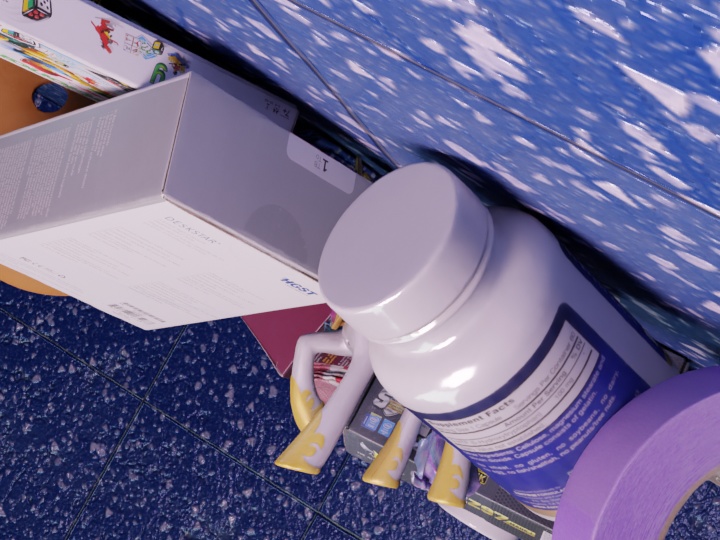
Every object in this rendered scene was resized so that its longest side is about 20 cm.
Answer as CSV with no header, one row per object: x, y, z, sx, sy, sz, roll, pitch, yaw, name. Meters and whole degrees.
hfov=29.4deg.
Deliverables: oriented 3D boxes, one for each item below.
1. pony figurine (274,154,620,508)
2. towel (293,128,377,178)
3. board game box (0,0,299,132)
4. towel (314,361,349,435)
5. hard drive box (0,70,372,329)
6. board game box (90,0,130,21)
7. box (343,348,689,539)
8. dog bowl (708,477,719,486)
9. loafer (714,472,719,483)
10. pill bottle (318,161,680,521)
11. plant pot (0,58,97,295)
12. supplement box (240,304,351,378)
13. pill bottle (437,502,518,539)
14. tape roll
0.047,0.042,0.877,0.191,0.202,0.166,14,174,-10,pony figurine
-0.033,-0.044,0.987,0.144,0.024,0.200,-3,157,35,towel
-0.149,-0.123,0.816,0.199,0.035,0.126,24,174,-32,board game box
0.054,0.130,1.101,0.199,0.023,0.144,6,148,38,towel
-0.117,-0.032,0.831,0.199,0.078,0.155,-8,153,42,hard drive box
-0.239,-0.202,0.840,0.199,0.024,0.105,29,180,7,board game box
0.109,0.095,0.963,0.199,0.158,0.051,25,155,12,box
0.342,0.169,1.116,0.199,0.059,0.200,30,178,1,dog bowl
0.263,0.128,0.865,0.199,0.070,0.070,27,147,-35,loafer
0.074,0.037,0.727,0.200,0.120,0.119,42,172,-33,pill bottle
-0.217,-0.097,0.989,0.199,0.201,0.140,30,162,4,plant pot
-0.016,0.045,1.293,0.199,0.086,0.111,17,-151,-53,supplement box
0.155,0.149,1.277,0.110,0.201,0.111,30,178,1,pill bottle
0.197,0.150,0.678,0.199,0.201,0.066,30,179,-7,tape roll
